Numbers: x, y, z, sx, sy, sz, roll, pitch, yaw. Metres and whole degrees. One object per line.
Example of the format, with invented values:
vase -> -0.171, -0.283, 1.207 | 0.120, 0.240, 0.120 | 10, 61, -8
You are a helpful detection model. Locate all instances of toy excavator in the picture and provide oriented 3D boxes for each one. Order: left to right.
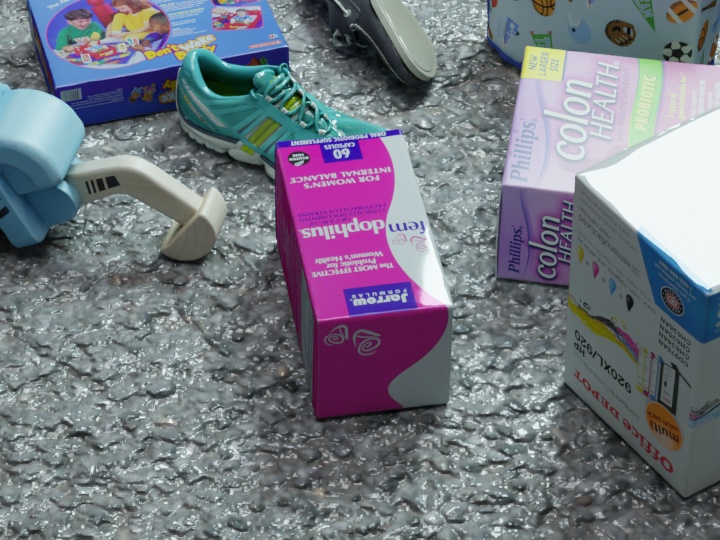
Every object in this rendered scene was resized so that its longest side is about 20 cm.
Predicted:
toy excavator -> -0.226, -0.073, 1.638 | 0.199, 0.195, 0.100 | -13, 35, 28

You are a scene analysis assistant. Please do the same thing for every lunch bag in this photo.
lunch bag -> 0.201, -0.241, 1.782 | 0.199, 0.171, 0.124 | 17, 42, 19

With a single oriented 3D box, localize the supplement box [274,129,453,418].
supplement box -> 0.000, 0.000, 1.571 | 0.100, 0.104, 0.201 | -6, 45, -8

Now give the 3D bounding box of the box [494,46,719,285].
box -> 0.213, -0.076, 1.656 | 0.198, 0.097, 0.177 | 6, 43, 8

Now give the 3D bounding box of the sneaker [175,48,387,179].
sneaker -> -0.063, -0.122, 1.719 | 0.199, 0.080, 0.078 | 19, 45, 18

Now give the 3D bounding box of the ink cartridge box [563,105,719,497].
ink cartridge box -> 0.240, 0.021, 1.475 | 0.144, 0.201, 0.147 | -25, 48, -22

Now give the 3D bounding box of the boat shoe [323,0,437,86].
boat shoe -> 0.004, -0.217, 1.855 | 0.063, 0.073, 0.201 | -43, 50, 17

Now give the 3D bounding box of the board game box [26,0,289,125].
board game box -> -0.173, -0.195, 1.823 | 0.199, 0.045, 0.135 | -11, 44, -12
